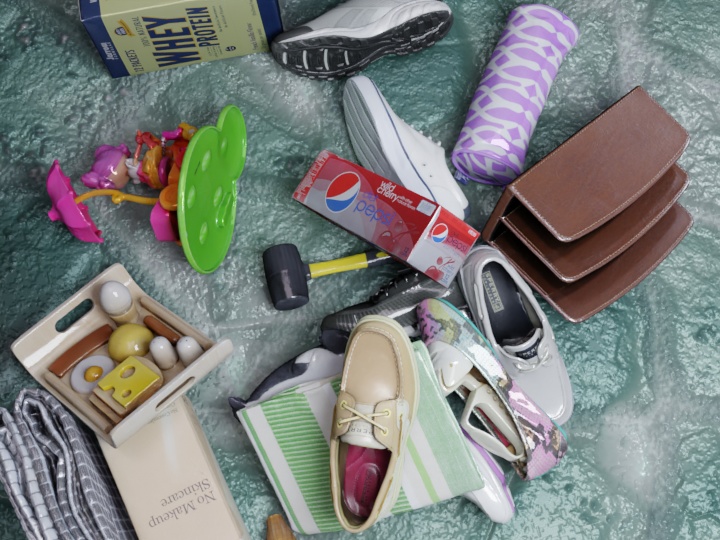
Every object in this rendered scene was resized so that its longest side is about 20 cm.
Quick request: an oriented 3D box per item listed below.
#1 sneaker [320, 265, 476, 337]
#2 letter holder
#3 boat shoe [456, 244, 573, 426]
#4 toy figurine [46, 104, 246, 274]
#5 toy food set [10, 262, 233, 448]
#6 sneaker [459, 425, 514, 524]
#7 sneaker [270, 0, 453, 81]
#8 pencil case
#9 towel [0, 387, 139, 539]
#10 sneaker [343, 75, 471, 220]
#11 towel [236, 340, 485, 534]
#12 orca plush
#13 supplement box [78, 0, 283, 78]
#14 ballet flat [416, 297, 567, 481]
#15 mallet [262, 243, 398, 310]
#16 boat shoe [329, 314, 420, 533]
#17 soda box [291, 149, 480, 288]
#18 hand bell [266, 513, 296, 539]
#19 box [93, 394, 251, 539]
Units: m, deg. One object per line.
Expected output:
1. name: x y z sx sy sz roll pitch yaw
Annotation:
1. sneaker: 0.055 0.021 1.226 0.200 0.066 0.091 -9 98 -3
2. letter holder: 0.245 -0.061 1.209 0.200 0.101 0.142 -37 75 -26
3. boat shoe: 0.155 0.069 1.179 0.072 0.066 0.200 -23 101 -4
4. toy figurine: -0.232 -0.095 1.273 0.184 0.150 0.200 4 50 14
5. toy food set: -0.235 0.075 1.193 0.143 0.060 0.200 -41 43 -21
6. sneaker: 0.064 0.183 1.190 0.100 0.075 0.200 -45 67 -4
7. sneaker: -0.003 -0.266 1.337 0.200 0.074 0.079 -17 63 -9
8. pencil case: 0.166 -0.181 1.290 0.085 0.084 0.200 29 76 -25
9. towel: -0.268 0.219 1.144 0.085 0.166 0.200 -26 73 -11
10. sneaker: 0.047 -0.122 1.292 0.071 0.073 0.200 -18 72 -27
11. towel: -0.002 0.163 1.153 0.200 0.023 0.153 -22 97 20
12. orca plush: -0.024 0.110 1.197 0.200 0.071 0.105 -33 94 23
13. supplement box: -0.199 -0.341 1.332 0.199 0.134 0.200 -10 72 0
14. ballet flat: 0.111 0.115 1.155 0.071 0.069 0.200 -39 86 -32
15. mallet: 0.000 0.000 1.266 0.200 0.041 0.066 -5 71 -2
16. boat shoe: 0.010 0.141 1.095 0.074 0.066 0.200 5 106 15
17. soda box: 0.022 -0.055 1.206 0.200 0.070 0.063 31 90 48
18. hand bell: -0.057 0.323 1.150 0.104 0.104 0.200 -19 60 -3
19. box: -0.172 0.225 1.180 0.095 0.078 0.200 -27 73 -5
